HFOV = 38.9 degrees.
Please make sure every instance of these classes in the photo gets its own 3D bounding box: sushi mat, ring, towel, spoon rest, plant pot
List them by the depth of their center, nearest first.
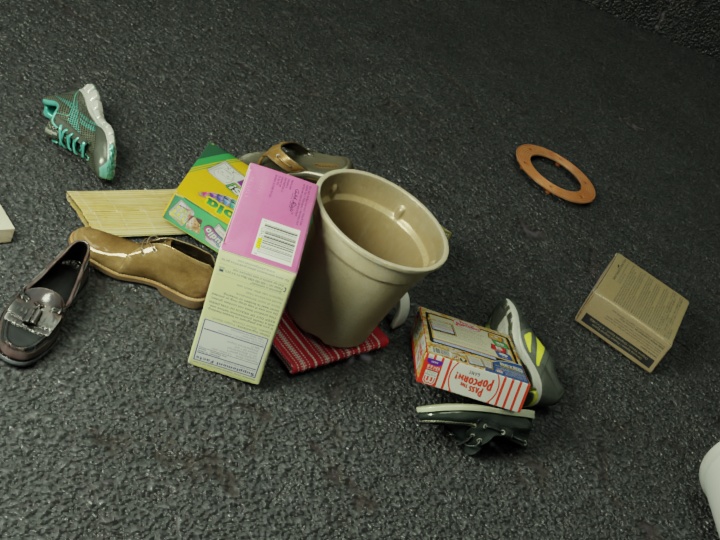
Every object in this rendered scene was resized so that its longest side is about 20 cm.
[{"bbox_3d":[-0.009,-0.003,1.393,0.198,0.184,0.202,22,33,-15],"label":"plant pot"},{"bbox_3d":[-0.065,0.074,1.438,0.199,0.023,0.145,-12,51,-46],"label":"towel"},{"bbox_3d":[-0.313,-0.082,1.461,0.198,0.012,0.096,-5,45,-43],"label":"sushi mat"},{"bbox_3d":[0.000,0.000,1.552,0.200,0.061,0.099,41,24,14],"label":"spoon rest"},{"bbox_3d":[0.423,-0.207,2.224,0.198,0.019,0.201,21,32,-14],"label":"ring"}]

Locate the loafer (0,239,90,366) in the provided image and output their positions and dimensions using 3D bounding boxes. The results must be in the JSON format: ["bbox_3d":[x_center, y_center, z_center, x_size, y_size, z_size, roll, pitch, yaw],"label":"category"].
[{"bbox_3d":[-0.373,0.031,1.209,0.071,0.063,0.201,25,32,-6],"label":"loafer"}]

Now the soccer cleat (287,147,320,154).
[{"bbox_3d":[-0.066,-0.142,1.710,0.068,0.074,0.199,-33,45,-22],"label":"soccer cleat"}]

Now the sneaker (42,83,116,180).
[{"bbox_3d":[-0.416,-0.198,1.501,0.090,0.078,0.201,-9,44,-24],"label":"sneaker"}]

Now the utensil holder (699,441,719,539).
[{"bbox_3d":[0.587,0.355,1.444,0.168,0.171,0.201,21,35,-13],"label":"utensil holder"}]

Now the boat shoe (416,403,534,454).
[{"bbox_3d":[0.158,0.217,1.384,0.198,0.074,0.067,11,79,-40],"label":"boat shoe"}]

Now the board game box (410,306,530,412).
[{"bbox_3d":[0.151,0.122,1.451,0.150,0.047,0.200,18,15,-4],"label":"board game box"}]

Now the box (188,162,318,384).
[{"bbox_3d":[-0.134,0.005,1.285,0.096,0.201,0.177,18,40,-6],"label":"box"}]

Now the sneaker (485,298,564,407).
[{"bbox_3d":[0.253,0.133,1.580,0.084,0.075,0.202,17,43,-30],"label":"sneaker"}]

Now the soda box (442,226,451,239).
[{"bbox_3d":[0.045,-0.066,1.641,0.198,0.068,0.064,16,14,-33],"label":"soda box"}]

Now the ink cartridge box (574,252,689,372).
[{"bbox_3d":[0.493,0.072,1.841,0.164,0.076,0.200,35,33,11],"label":"ink cartridge box"}]

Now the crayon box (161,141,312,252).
[{"bbox_3d":[-0.175,-0.084,1.516,0.199,0.058,0.173,32,30,-9],"label":"crayon box"}]

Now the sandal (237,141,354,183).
[{"bbox_3d":[-0.110,-0.178,1.655,0.197,0.055,0.082,4,42,12],"label":"sandal"}]

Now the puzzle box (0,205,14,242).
[{"bbox_3d":[-0.545,-0.078,1.257,0.198,0.026,0.133,-7,47,-44],"label":"puzzle box"}]

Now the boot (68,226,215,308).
[{"bbox_3d":[-0.284,-0.024,1.347,0.198,0.076,0.074,22,34,-11],"label":"boot"}]
